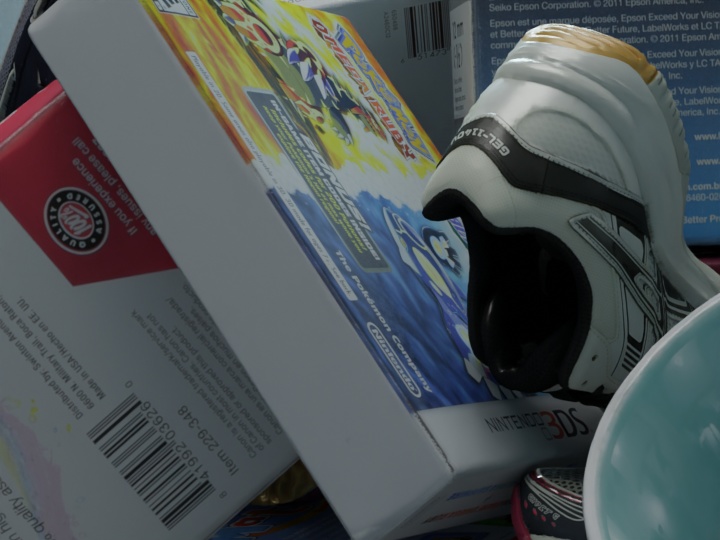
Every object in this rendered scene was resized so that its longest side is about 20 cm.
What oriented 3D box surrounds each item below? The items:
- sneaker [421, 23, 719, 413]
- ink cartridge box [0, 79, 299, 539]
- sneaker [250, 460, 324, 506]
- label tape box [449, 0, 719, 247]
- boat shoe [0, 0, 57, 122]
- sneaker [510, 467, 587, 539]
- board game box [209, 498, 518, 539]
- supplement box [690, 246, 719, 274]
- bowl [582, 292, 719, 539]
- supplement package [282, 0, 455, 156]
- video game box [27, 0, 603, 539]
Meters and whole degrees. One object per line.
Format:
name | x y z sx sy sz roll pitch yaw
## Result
sneaker | 0.074 0.018 0.787 0.076 0.200 0.088 12 51 44
ink cartridge box | -0.129 0.054 0.811 0.200 0.148 0.086 -40 13 -7
sneaker | -0.024 0.049 0.981 0.090 0.075 0.200 -5 7 -22
label tape box | 0.108 -0.108 0.927 0.143 0.201 0.066 -3 0 -5
boat shoe | -0.114 -0.036 0.909 0.074 0.201 0.093 11 21 -11
sneaker | 0.145 0.057 0.755 0.199 0.075 0.081 -10 12 5
board game box | 0.007 0.114 0.873 0.199 0.037 0.151 -2 12 34
supplement box | 0.154 0.031 0.966 0.199 0.086 0.110 -3 5 -17
bowl | 0.165 0.081 0.627 0.200 0.105 0.201 -13 32 8
supplement package | 0.023 -0.097 1.041 0.199 0.156 0.111 -12 46 -6
video game box | -0.002 -0.006 0.812 0.047 0.200 0.182 -38 -14 16
